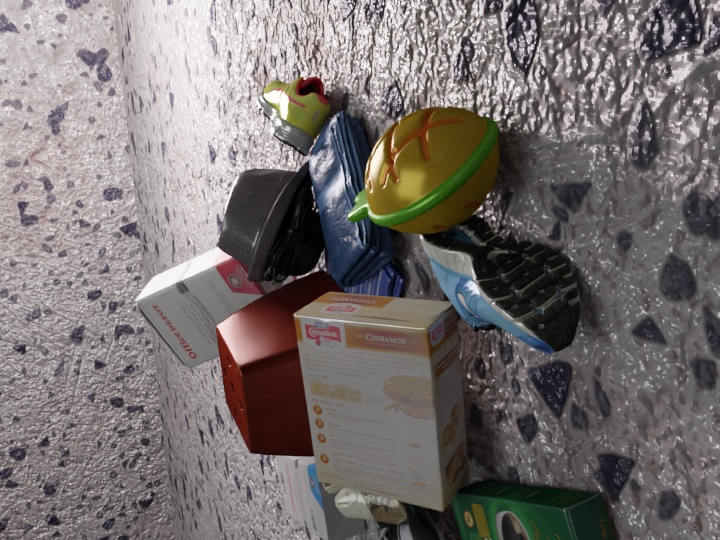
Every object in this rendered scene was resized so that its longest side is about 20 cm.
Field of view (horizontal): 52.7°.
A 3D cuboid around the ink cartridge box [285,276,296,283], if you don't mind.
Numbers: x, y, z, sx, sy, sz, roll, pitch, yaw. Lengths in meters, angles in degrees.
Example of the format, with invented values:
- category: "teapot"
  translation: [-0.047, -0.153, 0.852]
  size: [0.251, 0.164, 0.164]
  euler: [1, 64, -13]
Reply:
- category: "ink cartridge box"
  translation: [-0.174, 0.085, 1.287]
  size: [0.200, 0.083, 0.146]
  euler: [-4, 96, 65]

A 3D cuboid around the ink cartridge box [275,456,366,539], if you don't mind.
- category: "ink cartridge box"
  translation: [-0.070, 0.355, 1.188]
  size: [0.200, 0.067, 0.116]
  euler: [-8, 92, 65]

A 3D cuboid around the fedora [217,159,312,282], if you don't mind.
- category: "fedora"
  translation: [-0.139, -0.082, 1.015]
  size: [0.177, 0.090, 0.200]
  euler: [113, 180, -54]

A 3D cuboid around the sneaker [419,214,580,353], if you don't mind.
- category: "sneaker"
  translation: [0.129, 0.020, 0.658]
  size: [0.200, 0.078, 0.090]
  euler: [48, 158, 56]

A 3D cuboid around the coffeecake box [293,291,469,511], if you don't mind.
- category: "coffeecake box"
  translation: [0.024, 0.131, 0.758]
  size: [0.153, 0.073, 0.200]
  euler: [4, 110, 30]

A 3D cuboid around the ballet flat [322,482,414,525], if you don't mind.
- category: "ballet flat"
  translation: [-0.005, 0.247, 0.858]
  size: [0.200, 0.075, 0.068]
  euler: [43, 156, 62]

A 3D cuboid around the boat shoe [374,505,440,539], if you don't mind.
- category: "boat shoe"
  translation: [0.050, 0.321, 0.840]
  size: [0.074, 0.068, 0.199]
  euler: [43, 179, -13]

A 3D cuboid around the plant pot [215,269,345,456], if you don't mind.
- category: "plant pot"
  translation: [-0.094, 0.141, 1.005]
  size: [0.200, 0.176, 0.200]
  euler: [-136, 38, -56]

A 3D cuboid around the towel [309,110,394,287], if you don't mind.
- category: "towel"
  translation: [-0.020, -0.086, 0.901]
  size: [0.112, 0.048, 0.200]
  euler: [-45, 53, 52]

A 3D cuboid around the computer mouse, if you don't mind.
- category: "computer mouse"
  translation: [-0.082, -0.032, 1.025]
  size: [0.200, 0.053, 0.139]
  euler: [112, 180, -84]

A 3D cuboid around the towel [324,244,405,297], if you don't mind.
- category: "towel"
  translation: [0.000, 0.000, 0.966]
  size: [0.200, 0.024, 0.145]
  euler: [-122, 31, -43]

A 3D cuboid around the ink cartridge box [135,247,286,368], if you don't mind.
- category: "ink cartridge box"
  translation: [-0.221, 0.050, 1.127]
  size: [0.146, 0.200, 0.085]
  euler: [58, -158, -23]

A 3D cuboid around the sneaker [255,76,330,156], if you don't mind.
- category: "sneaker"
  translation: [-0.083, -0.231, 1.007]
  size: [0.090, 0.078, 0.200]
  euler: [-53, 33, 15]

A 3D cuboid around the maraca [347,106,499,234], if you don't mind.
- category: "maraca"
  translation: [0.055, -0.092, 0.690]
  size: [0.107, 0.137, 0.200]
  euler: [49, 161, -17]

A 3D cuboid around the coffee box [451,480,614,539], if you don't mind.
- category: "coffee box"
  translation: [0.163, 0.267, 0.683]
  size: [0.200, 0.044, 0.123]
  euler: [-31, 73, 64]
